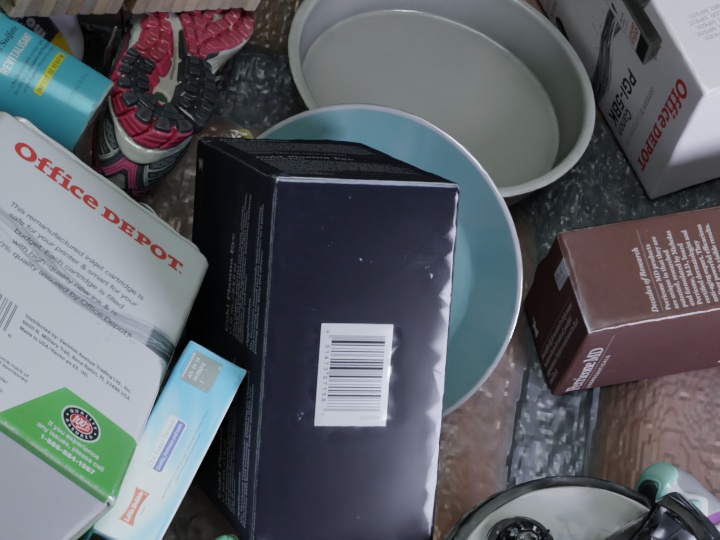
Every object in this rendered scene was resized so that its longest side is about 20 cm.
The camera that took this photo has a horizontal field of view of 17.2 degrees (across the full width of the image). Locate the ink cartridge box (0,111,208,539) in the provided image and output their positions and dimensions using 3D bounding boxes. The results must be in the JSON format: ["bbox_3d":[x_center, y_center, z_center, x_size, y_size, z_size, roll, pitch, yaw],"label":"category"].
[{"bbox_3d":[-0.177,0.033,1.225,0.147,0.083,0.200,38,36,-14],"label":"ink cartridge box"}]

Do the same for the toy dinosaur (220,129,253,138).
[{"bbox_3d":[-0.003,-0.019,1.467,0.088,0.047,0.200,-38,80,-19],"label":"toy dinosaur"}]

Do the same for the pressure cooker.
[{"bbox_3d":[0.105,0.208,1.286,0.179,0.200,0.176,7,63,-7],"label":"pressure cooker"}]

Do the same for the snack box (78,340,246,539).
[{"bbox_3d":[-0.121,0.126,1.287,0.037,0.200,0.116,28,63,-4],"label":"snack box"}]

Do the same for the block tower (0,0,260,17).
[{"bbox_3d":[-0.139,-0.189,1.416,0.200,0.054,0.058,-6,49,-44],"label":"block tower"}]

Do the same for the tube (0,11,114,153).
[{"bbox_3d":[-0.239,-0.136,1.357,0.200,0.050,0.077,30,51,-5],"label":"tube"}]

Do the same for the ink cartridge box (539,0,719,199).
[{"bbox_3d":[0.189,-0.168,1.509,0.083,0.147,0.200,-20,69,-17],"label":"ink cartridge box"}]

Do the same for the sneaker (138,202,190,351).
[{"bbox_3d":[-0.195,0.016,1.404,0.202,0.077,0.146,18,50,14],"label":"sneaker"}]

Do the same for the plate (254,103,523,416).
[{"bbox_3d":[0.000,0.000,1.414,0.200,0.026,0.200,2,98,14],"label":"plate"}]

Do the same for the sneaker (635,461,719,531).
[{"bbox_3d":[0.263,0.171,1.404,0.140,0.078,0.200,-34,83,-23],"label":"sneaker"}]

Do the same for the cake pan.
[{"bbox_3d":[0.048,-0.112,1.495,0.200,0.037,0.200,10,49,-12],"label":"cake pan"}]

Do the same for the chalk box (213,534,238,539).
[{"bbox_3d":[-0.091,0.230,1.242,0.124,0.200,0.124,-28,73,-19],"label":"chalk box"}]

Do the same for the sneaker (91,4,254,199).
[{"bbox_3d":[-0.124,-0.123,1.461,0.081,0.075,0.200,29,36,-7],"label":"sneaker"}]

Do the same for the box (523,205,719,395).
[{"bbox_3d":[0.210,0.012,1.453,0.200,0.100,0.075,-8,66,-12],"label":"box"}]

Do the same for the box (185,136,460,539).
[{"bbox_3d":[-0.027,0.035,1.307,0.104,0.182,0.200,1,100,-17],"label":"box"}]

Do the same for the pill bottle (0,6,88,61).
[{"bbox_3d":[-0.238,-0.124,1.438,0.112,0.112,0.200,30,64,6],"label":"pill bottle"}]
